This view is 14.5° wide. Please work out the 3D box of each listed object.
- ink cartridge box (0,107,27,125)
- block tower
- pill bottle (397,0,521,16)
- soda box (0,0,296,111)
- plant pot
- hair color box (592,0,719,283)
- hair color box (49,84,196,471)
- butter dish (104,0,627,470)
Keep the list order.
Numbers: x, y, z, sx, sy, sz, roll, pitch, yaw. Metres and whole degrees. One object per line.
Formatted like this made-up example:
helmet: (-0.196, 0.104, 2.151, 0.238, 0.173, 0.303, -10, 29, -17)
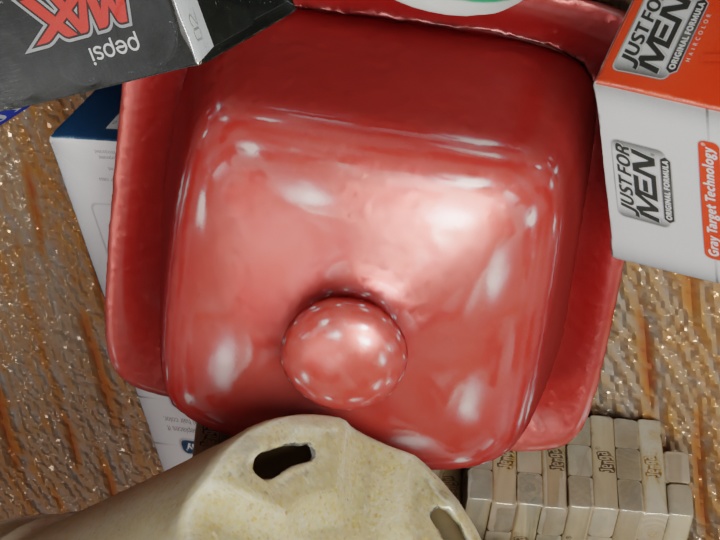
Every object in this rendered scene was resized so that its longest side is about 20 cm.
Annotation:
ink cartridge box: (-0.163, -0.092, 1.160, 0.200, 0.094, 0.044, -26, 77, 45)
block tower: (0.030, 0.092, 1.152, 0.200, 0.054, 0.058, 5, 132, -3)
pill bottle: (0.061, -0.182, 0.889, 0.113, 0.113, 0.200, 40, 134, 0)
soda box: (-0.125, -0.096, 1.014, 0.200, 0.063, 0.071, -11, 106, 37)
plant pot: (-0.051, 0.148, 1.021, 0.200, 0.200, 0.183, 46, 135, -6)
hair color box: (0.185, -0.032, 0.963, 0.200, 0.061, 0.102, 14, 146, 19)
hair color box: (-0.049, 0.014, 1.196, 0.100, 0.061, 0.200, 5, 127, 30)
butter dish: (0.000, 0.000, 1.039, 0.199, 0.148, 0.200, 8, 118, 0)
